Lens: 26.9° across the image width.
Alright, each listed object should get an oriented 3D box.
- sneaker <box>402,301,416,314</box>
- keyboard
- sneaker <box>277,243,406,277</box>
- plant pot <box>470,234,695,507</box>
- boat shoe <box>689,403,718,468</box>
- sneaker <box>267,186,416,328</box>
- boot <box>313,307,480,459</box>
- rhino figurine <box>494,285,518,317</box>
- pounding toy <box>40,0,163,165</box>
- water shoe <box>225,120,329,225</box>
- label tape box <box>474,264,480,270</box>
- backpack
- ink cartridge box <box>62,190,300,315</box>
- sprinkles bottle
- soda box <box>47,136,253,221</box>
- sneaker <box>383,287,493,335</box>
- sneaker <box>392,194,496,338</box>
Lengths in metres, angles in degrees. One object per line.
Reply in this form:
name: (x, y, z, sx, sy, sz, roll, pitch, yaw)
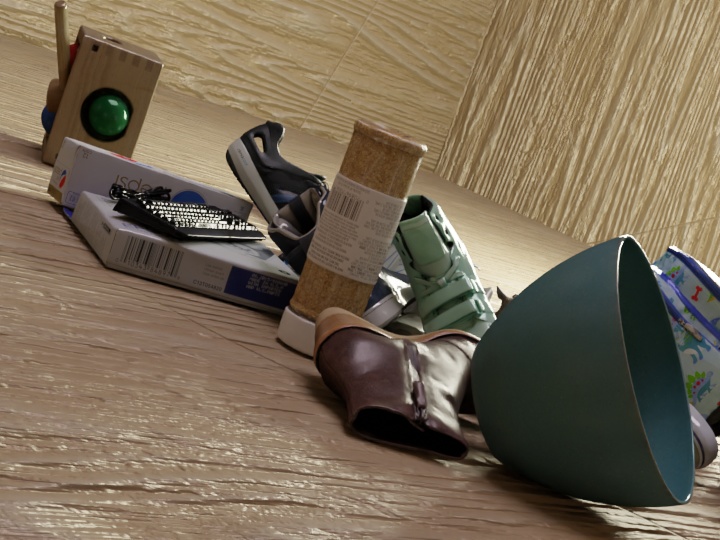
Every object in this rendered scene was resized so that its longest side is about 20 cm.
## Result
sneaker: (0.034, 0.017, 1.641, 0.198, 0.071, 0.099, 19, -6, 18)
keyboard: (-0.175, -0.057, 1.431, 0.126, 0.021, 0.200, 22, 7, 17)
sneaker: (0.000, 0.000, 1.528, 0.198, 0.088, 0.075, -19, 15, -23)
plant pot: (0.161, 0.088, 1.138, 0.133, 0.203, 0.200, -14, -6, 22)
boat shoe: (0.242, 0.135, 1.414, 0.062, 0.073, 0.199, -31, 44, -32)
sneaker: (-0.013, -0.011, 1.423, 0.147, 0.077, 0.202, 53, 8, 3)
boot: (0.057, 0.104, 1.169, 0.198, 0.073, 0.167, 19, 20, -23)
rhino figurine: (0.190, 0.072, 1.560, 0.059, 0.088, 0.199, 13, 12, -47)
pounding toy: (-0.325, -0.216, 1.798, 0.141, 0.186, 0.200, 18, 8, -15)
water shoe: (-0.060, -0.064, 1.575, 0.201, 0.079, 0.071, 55, -3, -4)
label tape box: (0.030, -0.014, 1.747, 0.142, 0.067, 0.200, 18, 3, -25)
backpack: (0.330, 0.059, 1.618, 0.200, 0.147, 0.183, 40, 5, -7)
ink cartridge box: (-0.171, -0.023, 1.436, 0.198, 0.041, 0.200, 17, 9, -27)
sprinkles bottle: (-0.007, -0.025, 1.284, 0.068, 0.202, 0.068, 20, 8, -3)
soda box: (-0.216, -0.074, 1.549, 0.198, 0.064, 0.068, 19, 3, -27)
sneaker: (0.076, 0.046, 1.476, 0.070, 0.081, 0.200, 25, 11, 19)
sneaker: (0.067, 0.016, 1.340, 0.119, 0.073, 0.201, 55, 12, -36)
